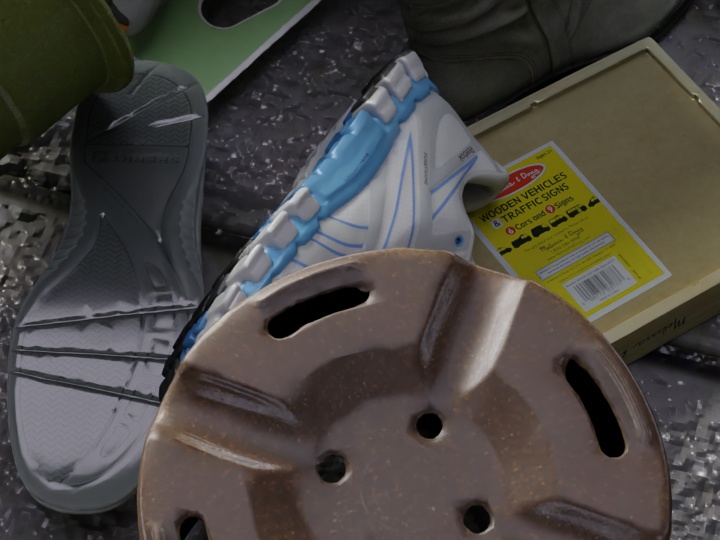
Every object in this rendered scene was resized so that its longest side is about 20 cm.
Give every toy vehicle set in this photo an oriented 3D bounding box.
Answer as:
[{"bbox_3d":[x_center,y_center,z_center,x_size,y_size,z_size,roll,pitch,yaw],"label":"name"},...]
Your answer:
[{"bbox_3d":[0.079,-0.012,0.824,0.200,0.027,0.124,-27,59,-17],"label":"toy vehicle set"}]

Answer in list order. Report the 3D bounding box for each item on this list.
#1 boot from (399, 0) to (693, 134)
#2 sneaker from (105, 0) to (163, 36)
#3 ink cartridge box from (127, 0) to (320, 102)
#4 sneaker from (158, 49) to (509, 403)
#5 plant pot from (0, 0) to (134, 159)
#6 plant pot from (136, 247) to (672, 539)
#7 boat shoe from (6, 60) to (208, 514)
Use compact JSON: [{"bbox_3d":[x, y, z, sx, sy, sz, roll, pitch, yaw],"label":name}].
[{"bbox_3d":[0.090,-0.142,0.850,0.200,0.131,0.068,-39,64,-23],"label":"boot"},{"bbox_3d":[-0.049,-0.178,0.876,0.092,0.076,0.200,32,68,-10],"label":"sneaker"},{"bbox_3d":[-0.106,-0.170,0.924,0.200,0.048,0.146,41,64,8],"label":"ink cartridge box"},{"bbox_3d":[0.000,0.000,0.751,0.087,0.075,0.200,41,54,-5],"label":"sneaker"},{"bbox_3d":[-0.220,-0.065,0.726,0.200,0.200,0.190,32,74,20],"label":"plant pot"},{"bbox_3d":[0.013,0.101,0.628,0.200,0.198,0.200,0,63,0],"label":"plant pot"},{"bbox_3d":[-0.097,0.010,0.794,0.074,0.065,0.202,3,59,0],"label":"boat shoe"}]
